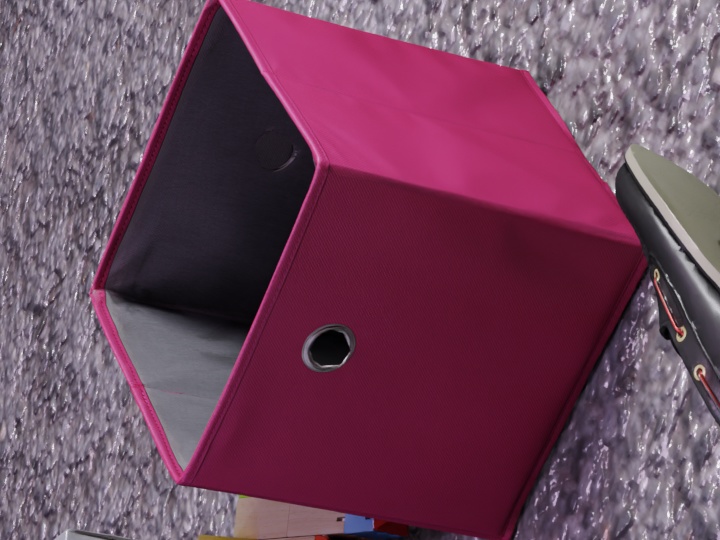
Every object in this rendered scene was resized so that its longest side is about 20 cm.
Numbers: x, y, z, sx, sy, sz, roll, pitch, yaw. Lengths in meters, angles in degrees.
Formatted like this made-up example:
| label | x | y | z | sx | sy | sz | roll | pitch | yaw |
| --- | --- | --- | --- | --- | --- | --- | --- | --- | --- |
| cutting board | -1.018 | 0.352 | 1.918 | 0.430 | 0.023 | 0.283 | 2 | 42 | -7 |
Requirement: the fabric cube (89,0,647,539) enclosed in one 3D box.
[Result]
| label | x | y | z | sx | sy | sz | roll | pitch | yaw |
| --- | --- | --- | --- | --- | --- | --- | --- | --- | --- |
| fabric cube | 0.000 | 0.000 | 1.509 | 0.197 | 0.198 | 0.200 | -65 | 30 | 22 |

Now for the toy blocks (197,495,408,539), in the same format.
| label | x | y | z | sx | sy | sz | roll | pitch | yaw |
| --- | --- | --- | --- | --- | --- | --- | --- | --- | --- |
| toy blocks | -0.016 | 0.201 | 1.592 | 0.136 | 0.100 | 0.201 | -10 | 70 | 49 |

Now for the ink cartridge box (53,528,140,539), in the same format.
| label | x | y | z | sx | sy | sz | roll | pitch | yaw |
| --- | --- | --- | --- | --- | --- | --- | --- | --- | --- |
| ink cartridge box | -0.159 | 0.266 | 1.763 | 0.200 | 0.144 | 0.146 | -39 | 46 | 51 |

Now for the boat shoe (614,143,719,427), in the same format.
| label | x | y | z | sx | sy | sz | roll | pitch | yaw |
| --- | --- | --- | --- | --- | --- | --- | --- | --- | --- |
| boat shoe | 0.162 | 0.013 | 1.328 | 0.063 | 0.073 | 0.202 | -55 | 38 | 23 |
